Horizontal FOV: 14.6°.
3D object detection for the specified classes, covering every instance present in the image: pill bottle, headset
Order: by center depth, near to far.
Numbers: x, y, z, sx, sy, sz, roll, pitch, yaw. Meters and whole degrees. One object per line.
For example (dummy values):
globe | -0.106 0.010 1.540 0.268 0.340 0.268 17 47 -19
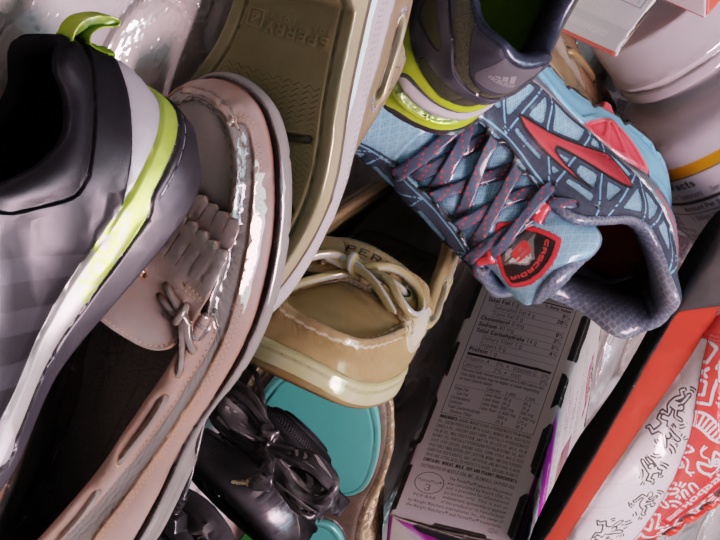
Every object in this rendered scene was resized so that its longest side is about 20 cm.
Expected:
headset | -0.050 0.108 1.103 0.123 0.094 0.200 -39 158 -28
pill bottle | 0.189 -0.045 1.233 0.200 0.109 0.109 51 58 -18

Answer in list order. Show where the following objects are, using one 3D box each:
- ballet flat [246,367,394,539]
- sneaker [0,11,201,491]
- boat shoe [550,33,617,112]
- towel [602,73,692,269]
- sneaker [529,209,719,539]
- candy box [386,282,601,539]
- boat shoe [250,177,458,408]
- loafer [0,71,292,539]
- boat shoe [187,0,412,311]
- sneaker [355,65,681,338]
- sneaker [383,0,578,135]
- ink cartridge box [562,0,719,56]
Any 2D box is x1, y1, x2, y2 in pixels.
ballet flat | -0.019 0.082 1.219 0.200 0.070 0.065 97 3 -45
sneaker | -0.133 0.004 0.892 0.083 0.072 0.200 45 71 -39
boat shoe | 0.063 -0.079 1.208 0.200 0.071 0.065 45 39 -59
towel | 0.193 -0.057 1.365 0.200 0.165 0.086 -66 161 7
sneaker | 0.153 0.082 1.195 0.202 0.108 0.067 -61 -178 17
candy box | 0.061 0.097 1.319 0.200 0.061 0.137 -65 166 -46
boat shoe | 0.002 0.001 1.114 0.063 0.073 0.201 -67 169 17
loafer | -0.081 0.025 0.999 0.063 0.072 0.200 -14 130 -52
boat shoe | -0.017 -0.073 1.016 0.068 0.075 0.200 -15 129 -57
sneaker | 0.062 -0.037 1.110 0.200 0.096 0.079 26 125 -35
sneaker | 0.067 -0.148 1.048 0.074 0.081 0.200 18 79 -29
ink cartridge box | 0.114 -0.161 1.156 0.200 0.109 0.050 -51 155 -26
